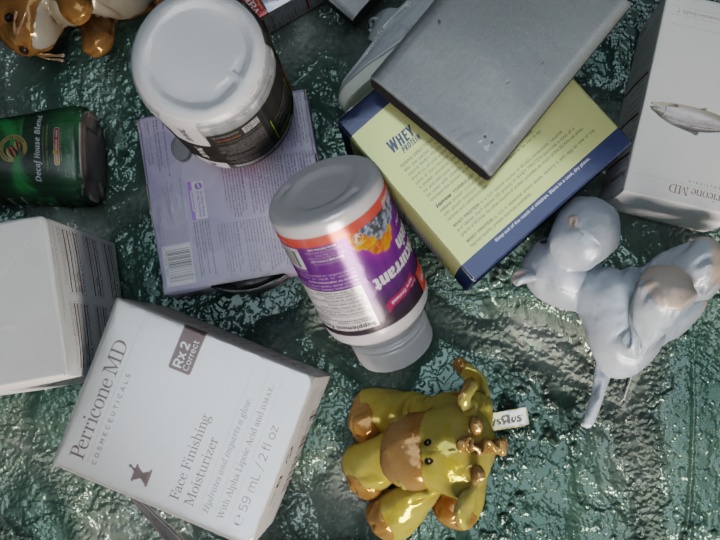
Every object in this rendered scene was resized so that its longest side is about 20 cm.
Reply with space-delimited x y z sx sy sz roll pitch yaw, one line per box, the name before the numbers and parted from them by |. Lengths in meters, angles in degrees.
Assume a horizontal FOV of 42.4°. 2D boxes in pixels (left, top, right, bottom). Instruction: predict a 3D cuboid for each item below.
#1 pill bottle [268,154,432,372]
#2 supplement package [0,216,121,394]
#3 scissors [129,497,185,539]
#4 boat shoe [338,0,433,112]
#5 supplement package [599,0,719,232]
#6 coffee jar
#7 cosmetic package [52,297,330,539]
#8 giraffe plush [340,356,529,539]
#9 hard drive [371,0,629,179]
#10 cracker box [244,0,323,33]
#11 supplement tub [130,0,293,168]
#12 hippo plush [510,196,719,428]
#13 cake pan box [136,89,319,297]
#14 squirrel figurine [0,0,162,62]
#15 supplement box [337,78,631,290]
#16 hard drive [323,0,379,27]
pill bottle | 0.000 0.000 0.893 0.111 0.112 0.201 -25 124 1
supplement package | -0.349 0.045 0.903 0.190 0.200 0.148 -9 85 2
scissors | -0.150 0.282 0.894 0.073 0.014 0.201 -32 85 14
boat shoe | 0.047 -0.246 0.978 0.201 0.070 0.072 -40 67 0
supplement package | 0.325 -0.152 0.923 0.116 0.117 0.202 13 87 3
coffee jar | -0.375 -0.114 0.974 0.198 0.085 0.105 -4 85 3
cosmetic package | -0.154 0.140 0.902 0.199 0.165 0.166 20 86 5
giraffe plush | 0.076 0.175 0.887 0.199 0.162 0.173 -27 84 1
hard drive | 0.125 -0.203 0.839 0.139 0.033 0.200 39 86 6
cracker box | -0.065 -0.355 0.991 0.199 0.058 0.135 -29 84 -1
supplement tub | -0.128 -0.166 0.860 0.121 0.200 0.124 0 83 3
hippo plush | 0.249 0.011 0.924 0.161 0.159 0.201 43 131 23
cake pan box | -0.127 -0.076 0.976 0.183 0.052 0.202 -11 85 4
squirrel figurine | -0.305 -0.315 0.980 0.185 0.142 0.201 -20 70 12
supplement box | 0.116 -0.122 0.923 0.200 0.134 0.200 -41 84 -1
hard drive | -0.034 -0.366 0.945 0.200 0.033 0.140 42 89 5
